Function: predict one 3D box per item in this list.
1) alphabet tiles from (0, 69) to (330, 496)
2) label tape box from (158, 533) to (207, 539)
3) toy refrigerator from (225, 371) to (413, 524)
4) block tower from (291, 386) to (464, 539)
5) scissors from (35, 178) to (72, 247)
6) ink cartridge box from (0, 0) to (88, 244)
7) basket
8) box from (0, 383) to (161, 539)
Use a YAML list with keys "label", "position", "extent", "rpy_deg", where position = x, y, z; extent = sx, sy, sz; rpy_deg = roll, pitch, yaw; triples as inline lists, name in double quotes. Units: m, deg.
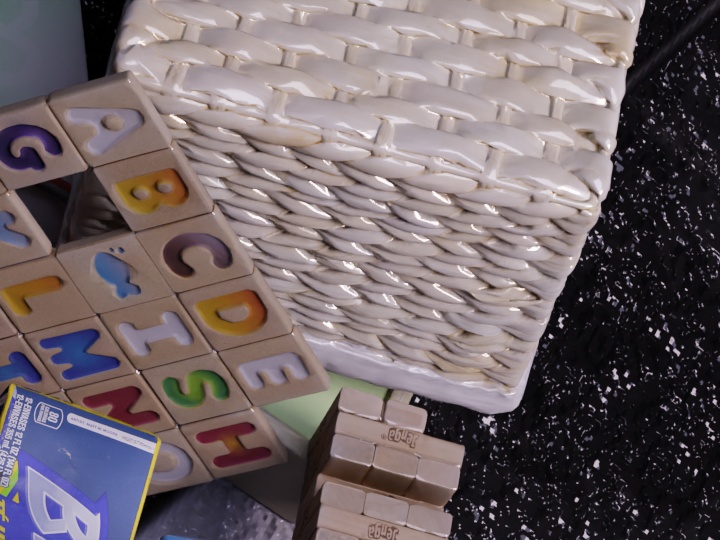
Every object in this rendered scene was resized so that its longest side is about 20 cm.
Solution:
- label: "alphabet tiles"
  position: [-0.113, 0.019, 0.982]
  extent: [0.008, 0.166, 0.200]
  rpy_deg: [-83, 151, -45]
- label: "label tape box"
  position: [-0.063, 0.169, 0.900]
  extent: [0.066, 0.200, 0.144]
  rpy_deg: [16, 74, -6]
- label: "toy refrigerator"
  position: [0.000, 0.000, 1.113]
  extent: [0.076, 0.070, 0.201]
  rpy_deg: [35, 61, -14]
- label: "block tower"
  position: [-0.006, 0.147, 0.978]
  extent: [0.054, 0.058, 0.201]
  rpy_deg: [15, 61, -7]
- label: "scissors"
  position: [-0.189, -0.036, 1.018]
  extent: [0.199, 0.014, 0.073]
  rpy_deg: [31, 79, -23]
- label: "ink cartridge box"
  position: [-0.184, -0.031, 1.040]
  extent: [0.160, 0.050, 0.201]
  rpy_deg: [-1, 73, -28]
- label: "basket"
  position: [0.000, -0.083, 1.016]
  extent: [0.199, 0.161, 0.199]
  rpy_deg: [15, 59, -2]
- label: "box"
  position: [-0.135, 0.149, 0.964]
  extent: [0.064, 0.070, 0.201]
  rpy_deg: [21, 65, -15]
